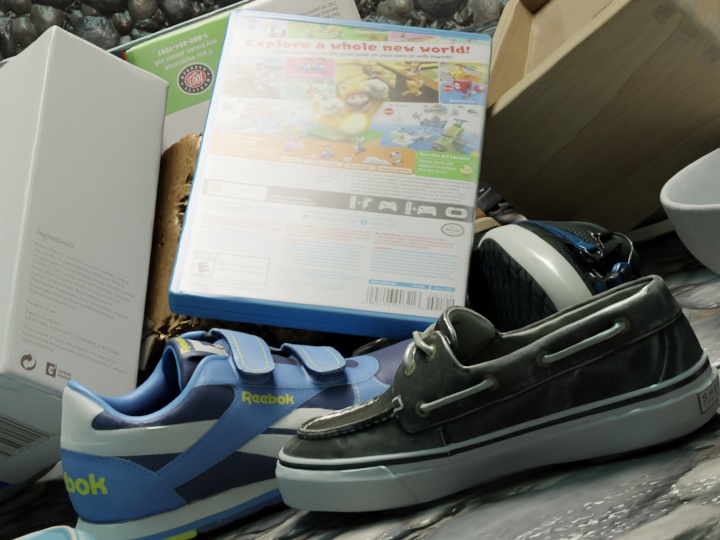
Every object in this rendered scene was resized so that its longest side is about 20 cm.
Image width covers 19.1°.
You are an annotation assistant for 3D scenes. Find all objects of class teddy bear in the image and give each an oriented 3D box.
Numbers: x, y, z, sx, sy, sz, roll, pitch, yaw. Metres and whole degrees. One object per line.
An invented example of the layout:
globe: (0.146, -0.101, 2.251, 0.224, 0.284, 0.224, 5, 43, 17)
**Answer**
teddy bear: (-0.081, 0.027, 1.083, 0.145, 0.067, 0.201, -36, 42, 21)

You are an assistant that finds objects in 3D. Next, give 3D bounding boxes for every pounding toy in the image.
pounding toy: (0.179, -0.125, 1.166, 0.184, 0.142, 0.201, -39, 18, 37)

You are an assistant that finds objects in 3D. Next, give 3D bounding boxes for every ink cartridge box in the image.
ink cartridge box: (-0.048, -0.069, 1.348, 0.144, 0.201, 0.084, -20, 7, -6)

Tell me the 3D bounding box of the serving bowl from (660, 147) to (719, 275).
serving bowl: (0.241, -0.035, 0.974, 0.199, 0.066, 0.200, -20, 9, 3)

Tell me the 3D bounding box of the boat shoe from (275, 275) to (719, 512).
boat shoe: (0.049, 0.047, 0.884, 0.199, 0.071, 0.072, -17, 10, 22)

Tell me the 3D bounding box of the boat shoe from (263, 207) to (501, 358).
boat shoe: (0.000, 0.000, 1.183, 0.199, 0.068, 0.072, -28, -29, -44)

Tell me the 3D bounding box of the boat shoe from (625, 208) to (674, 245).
boat shoe: (0.184, -0.066, 1.272, 0.072, 0.061, 0.202, -12, 14, 32)

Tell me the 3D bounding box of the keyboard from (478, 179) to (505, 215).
keyboard: (0.076, -0.043, 1.489, 0.104, 0.040, 0.200, -39, 9, -4)

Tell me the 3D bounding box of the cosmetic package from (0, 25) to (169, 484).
cosmetic package: (-0.166, -0.007, 1.080, 0.081, 0.201, 0.113, 26, -34, -33)

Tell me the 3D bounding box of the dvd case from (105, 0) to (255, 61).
dvd case: (-0.078, -0.075, 1.443, 0.145, 0.201, 0.022, -20, 9, 0)

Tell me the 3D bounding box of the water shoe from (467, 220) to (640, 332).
water shoe: (0.101, 0.000, 1.045, 0.078, 0.072, 0.200, -19, 10, -6)

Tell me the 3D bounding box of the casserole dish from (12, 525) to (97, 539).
casserole dish: (-0.177, 0.153, 0.859, 0.199, 0.039, 0.121, -22, 9, -7)

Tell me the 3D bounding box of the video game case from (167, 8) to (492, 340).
video game case: (-0.011, -0.052, 1.077, 0.142, 0.018, 0.201, 6, 50, 3)

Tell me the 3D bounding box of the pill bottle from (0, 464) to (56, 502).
pill bottle: (-0.255, 0.097, 1.104, 0.112, 0.113, 0.200, -12, 12, 41)

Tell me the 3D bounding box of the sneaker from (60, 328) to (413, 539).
sneaker: (-0.044, 0.061, 0.969, 0.199, 0.083, 0.074, -20, 8, -18)
